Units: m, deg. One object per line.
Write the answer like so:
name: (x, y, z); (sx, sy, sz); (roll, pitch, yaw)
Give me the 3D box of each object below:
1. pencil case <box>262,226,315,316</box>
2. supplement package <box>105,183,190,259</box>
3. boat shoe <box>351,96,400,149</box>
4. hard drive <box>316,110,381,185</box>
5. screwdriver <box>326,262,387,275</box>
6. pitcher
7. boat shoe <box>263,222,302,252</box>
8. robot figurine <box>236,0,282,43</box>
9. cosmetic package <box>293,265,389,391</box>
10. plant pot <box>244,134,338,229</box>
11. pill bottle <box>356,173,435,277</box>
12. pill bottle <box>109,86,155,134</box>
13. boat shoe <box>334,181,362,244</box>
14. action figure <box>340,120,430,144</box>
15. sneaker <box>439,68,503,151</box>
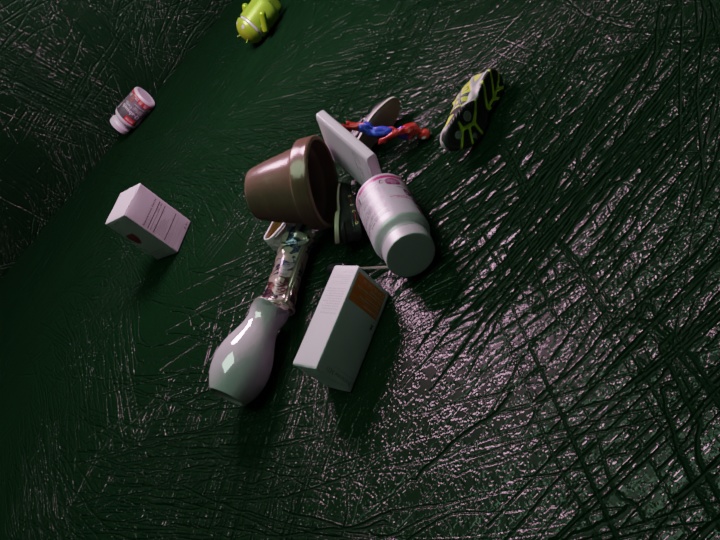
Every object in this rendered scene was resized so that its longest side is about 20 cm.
pencil case: (-0.157, 0.006, 1.435); (0.089, 0.077, 0.204); (-38, 32, 54)
supplement package: (-0.641, -0.145, 1.991); (0.120, 0.199, 0.122); (-13, 50, 40)
boat shoe: (0.014, -0.325, 1.533); (0.066, 0.074, 0.202); (40, 101, 42)
hard drive: (-0.018, -0.245, 1.408); (0.026, 0.133, 0.200); (-35, 52, -11)
screwdriver: (0.000, 0.000, 1.314); (0.198, 0.027, 0.030); (5, 93, 48)
pitcher: (-0.235, 0.174, 1.365); (0.203, 0.119, 0.172); (-66, 9, -23)
boat shoe: (-0.178, -0.149, 1.583); (0.074, 0.086, 0.205); (9, 67, 50)
robot figurine: (-0.382, -0.938, 2.448); (0.201, 0.115, 0.175); (-51, 48, 0)
cosmetic package: (-0.032, 0.103, 1.198); (0.070, 0.101, 0.203); (1, 62, 46)
plant pot: (-0.156, -0.183, 1.448); (0.171, 0.202, 0.204); (-6, 52, 19)
pill bottle: (0.066, -0.086, 1.239); (0.113, 0.113, 0.202); (-40, 38, 15)
pill bottle: (-1.038, -0.723, 2.988); (0.199, 0.115, 0.117); (-42, 37, 14)
boat shoe: (-0.025, -0.127, 1.422); (0.061, 0.075, 0.203); (-4, 36, 1)
action figure: (0.057, -0.301, 1.438); (0.195, 0.053, 0.065); (3, 18, 19)
sneaker: (0.214, -0.314, 1.316); (0.076, 0.076, 0.201); (3, 52, 56)
